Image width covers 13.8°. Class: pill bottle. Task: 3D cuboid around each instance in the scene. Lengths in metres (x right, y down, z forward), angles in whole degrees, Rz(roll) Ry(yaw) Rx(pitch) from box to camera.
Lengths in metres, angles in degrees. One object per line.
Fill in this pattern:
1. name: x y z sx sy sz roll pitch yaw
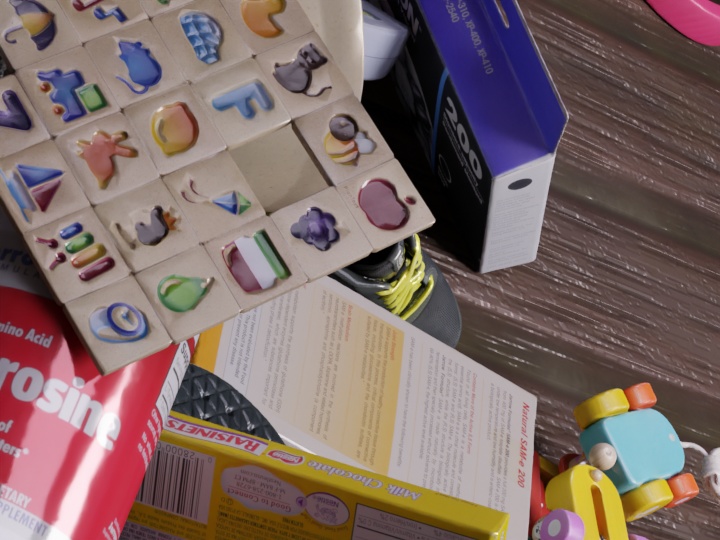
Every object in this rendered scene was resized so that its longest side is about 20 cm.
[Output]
1. pill bottle: -0.134 0.045 1.239 0.112 0.112 0.200 35 61 -27

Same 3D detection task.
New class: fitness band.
1. fitness band: 0.243 -0.237 2.155 0.144 0.037 0.200 54 33 -5

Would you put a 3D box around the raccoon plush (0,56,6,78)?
1. raccoon plush: -0.196 -0.015 1.263 0.134 0.200 0.097 55 6 4

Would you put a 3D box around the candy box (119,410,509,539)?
1. candy box: -0.037 0.124 1.300 0.200 0.102 0.026 16 30 16

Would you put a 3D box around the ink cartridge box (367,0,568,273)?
1. ink cartridge box: 0.054 -0.122 1.684 0.043 0.200 0.198 -19 70 -11

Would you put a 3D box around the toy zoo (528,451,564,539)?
1. toy zoo: 0.087 0.150 1.604 0.200 0.020 0.131 32 38 -30

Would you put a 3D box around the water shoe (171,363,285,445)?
1. water shoe: -0.055 0.127 1.379 0.200 0.079 0.072 48 26 -25

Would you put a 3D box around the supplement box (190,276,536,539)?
1. supplement box: -0.013 0.079 1.474 0.200 0.074 0.126 31 38 -18

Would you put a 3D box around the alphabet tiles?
1. alphabet tiles: -0.086 -0.071 1.240 0.167 0.008 0.200 -25 75 -27

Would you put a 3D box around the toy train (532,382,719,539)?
1. toy train: 0.149 0.156 1.613 0.150 0.056 0.200 42 37 -19

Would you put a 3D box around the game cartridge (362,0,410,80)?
1. game cartridge: -0.052 -0.149 1.608 0.133 0.041 0.200 36 12 19

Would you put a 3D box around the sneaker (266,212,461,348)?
1. sneaker: 0.000 0.000 1.536 0.200 0.085 0.075 41 76 -44

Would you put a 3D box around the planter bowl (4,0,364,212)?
1. planter bowl: -0.104 -0.117 1.367 0.135 0.200 0.200 -10 66 -28
